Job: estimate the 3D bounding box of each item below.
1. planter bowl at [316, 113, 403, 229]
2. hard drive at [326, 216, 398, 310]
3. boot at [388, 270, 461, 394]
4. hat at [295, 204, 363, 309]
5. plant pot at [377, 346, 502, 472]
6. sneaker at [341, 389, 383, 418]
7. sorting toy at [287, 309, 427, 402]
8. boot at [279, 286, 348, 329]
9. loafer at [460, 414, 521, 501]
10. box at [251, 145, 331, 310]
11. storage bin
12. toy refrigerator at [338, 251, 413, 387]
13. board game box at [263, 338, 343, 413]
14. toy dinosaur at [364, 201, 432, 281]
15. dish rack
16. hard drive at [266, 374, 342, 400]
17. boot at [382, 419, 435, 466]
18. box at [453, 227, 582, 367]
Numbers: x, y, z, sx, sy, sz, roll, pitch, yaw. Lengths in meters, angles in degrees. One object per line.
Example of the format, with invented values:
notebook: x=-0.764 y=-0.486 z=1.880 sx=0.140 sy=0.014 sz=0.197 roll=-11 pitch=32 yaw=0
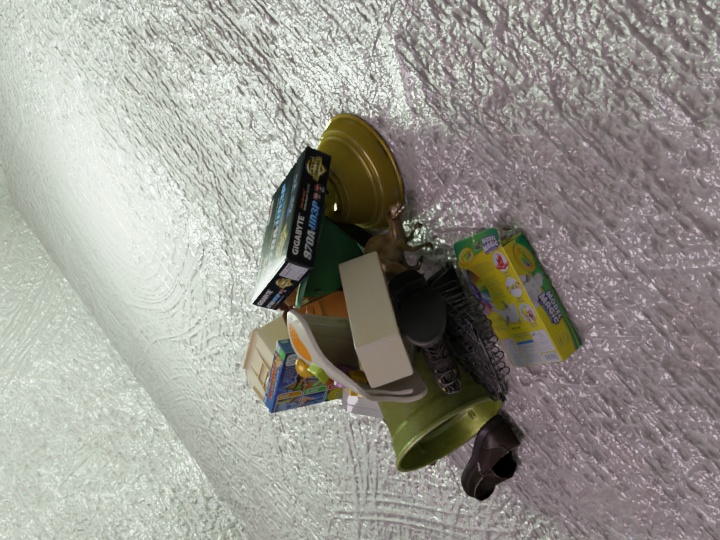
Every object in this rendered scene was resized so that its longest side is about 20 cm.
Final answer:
planter bowl: x=-0.027 y=-0.140 z=1.302 sx=0.200 sy=0.083 sz=0.202 roll=38 pitch=146 yaw=32
hard drive: x=-0.006 y=-0.014 z=1.432 sx=0.199 sy=0.038 sz=0.141 roll=36 pitch=144 yaw=37
boot: x=0.107 y=0.105 z=1.155 sx=0.201 sy=0.068 sz=0.176 roll=-105 pitch=-9 yaw=-65
hat: x=0.000 y=0.000 z=1.278 sx=0.200 sy=0.173 sz=0.168 roll=-113 pitch=40 yaw=-81
plant pot: x=0.099 y=0.195 z=1.332 sx=0.185 sy=0.198 sz=0.202 roll=56 pitch=153 yaw=27
sneaker: x=0.067 y=0.217 z=1.429 sx=0.073 sy=0.196 sz=0.086 roll=-77 pitch=-7 yaw=-74
sorting toy: x=0.005 y=0.142 z=1.185 sx=0.180 sy=0.197 sz=0.109 roll=33 pitch=111 yaw=56
boot: x=-0.052 y=0.076 z=1.390 sx=0.202 sy=0.154 sz=0.074 roll=59 pitch=150 yaw=0
loafer: x=0.220 y=0.330 z=1.360 sx=0.071 sy=0.072 sz=0.202 roll=40 pitch=146 yaw=33
box: x=-0.104 y=-0.062 z=1.228 sx=0.045 sy=0.203 sz=0.159 roll=18 pitch=149 yaw=-18
storage bin: x=-0.120 y=0.151 z=1.594 sx=0.094 sy=0.199 sz=0.199 roll=50 pitch=150 yaw=17
toy refrigerator: x=0.016 y=0.065 z=1.150 sx=0.201 sy=0.069 sz=0.077 roll=-104 pitch=-6 yaw=-55
board game box: x=-0.067 y=0.174 z=1.442 sx=0.034 sy=0.198 sz=0.137 roll=46 pitch=130 yaw=42
toy dinosaur: x=0.050 y=-0.012 z=1.270 sx=0.058 sy=0.100 sz=0.203 roll=-108 pitch=34 yaw=-71
dish rack: x=0.162 y=0.091 z=1.164 sx=0.155 sy=0.054 sz=0.200 roll=64 pitch=175 yaw=-24
hard drive: x=-0.063 y=0.173 z=1.491 sx=0.027 sy=0.198 sz=0.133 roll=46 pitch=112 yaw=42
boot: x=0.095 y=0.262 z=1.512 sx=0.200 sy=0.064 sz=0.187 roll=47 pitch=148 yaw=14
box: x=0.212 y=0.033 z=1.129 sx=0.202 sy=0.048 sz=0.117 roll=60 pitch=152 yaw=-5
